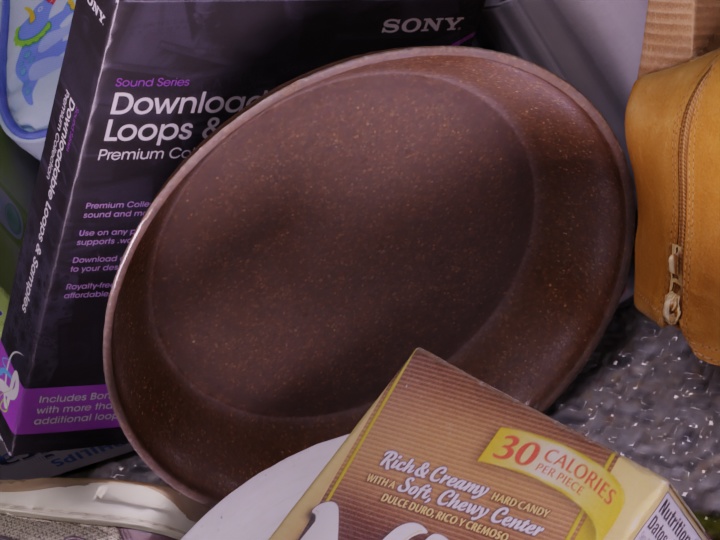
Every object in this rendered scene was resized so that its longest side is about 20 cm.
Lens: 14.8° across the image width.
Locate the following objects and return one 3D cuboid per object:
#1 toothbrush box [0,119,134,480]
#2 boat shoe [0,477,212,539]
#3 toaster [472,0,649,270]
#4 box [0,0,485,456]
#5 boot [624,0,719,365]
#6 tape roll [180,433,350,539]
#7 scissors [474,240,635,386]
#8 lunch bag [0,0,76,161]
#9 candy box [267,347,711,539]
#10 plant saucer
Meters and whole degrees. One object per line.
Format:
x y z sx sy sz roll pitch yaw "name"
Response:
-0.164 -0.026 1.076 0.086 0.200 0.146 -17 51 15 "toothbrush box"
-0.148 0.120 1.050 0.200 0.072 0.065 -3 51 19 "boat shoe"
0.110 -0.110 1.022 0.200 0.129 0.114 -38 25 -2 "toaster"
-0.047 -0.024 0.983 0.143 0.200 0.036 -5 39 -28 "box"
0.152 -0.033 0.891 0.071 0.144 0.201 -5 10 -26 "boot"
0.014 0.155 0.939 0.202 0.071 0.203 -14 51 19 "tape roll"
0.108 0.004 1.034 0.200 0.014 0.073 -44 50 -9 "scissors"
-0.066 -0.126 1.072 0.161 0.082 0.200 -22 49 22 "lunch bag"
0.007 0.133 0.873 0.115 0.055 0.200 27 74 40 "candy box"
0.000 0.000 0.972 0.200 0.200 0.037 -35 42 1 "plant saucer"
